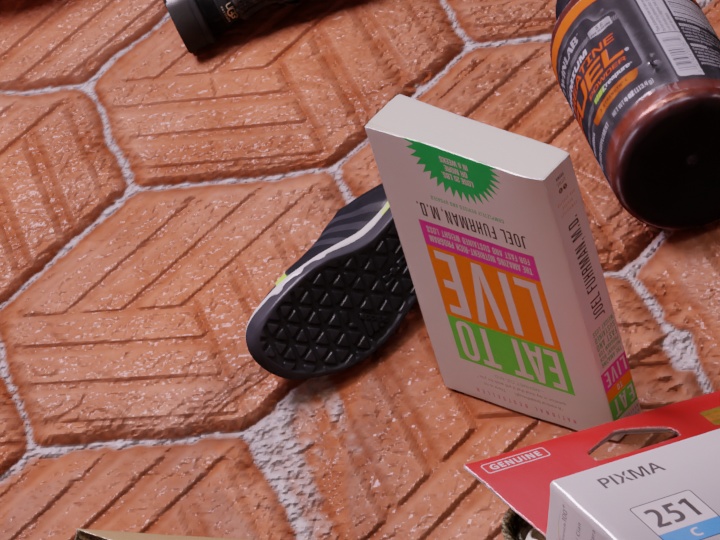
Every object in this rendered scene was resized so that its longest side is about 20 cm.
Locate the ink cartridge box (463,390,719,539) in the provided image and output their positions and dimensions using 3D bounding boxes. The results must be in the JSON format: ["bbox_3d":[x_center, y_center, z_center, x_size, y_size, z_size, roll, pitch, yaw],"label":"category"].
[{"bbox_3d":[0.184,0.109,1.586,0.199,0.045,0.176,-14,34,-28],"label":"ink cartridge box"}]

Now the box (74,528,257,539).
[{"bbox_3d":[-0.032,0.171,1.567,0.163,0.200,0.021,15,92,35],"label":"box"}]

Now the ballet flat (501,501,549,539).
[{"bbox_3d":[0.132,0.184,1.546,0.068,0.075,0.200,-61,38,14],"label":"ballet flat"}]

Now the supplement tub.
[{"bbox_3d":[0.183,-0.120,1.863,0.107,0.107,0.200,-20,37,0],"label":"supplement tub"}]

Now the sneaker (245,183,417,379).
[{"bbox_3d":[0.000,0.000,1.851,0.200,0.072,0.083,-39,18,-24],"label":"sneaker"}]

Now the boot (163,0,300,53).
[{"bbox_3d":[-0.083,-0.258,2.163,0.157,0.080,0.211,-26,49,3],"label":"boot"}]

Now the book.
[{"bbox_3d":[0.087,-0.001,1.686,0.133,0.200,0.048,21,53,40],"label":"book"}]
